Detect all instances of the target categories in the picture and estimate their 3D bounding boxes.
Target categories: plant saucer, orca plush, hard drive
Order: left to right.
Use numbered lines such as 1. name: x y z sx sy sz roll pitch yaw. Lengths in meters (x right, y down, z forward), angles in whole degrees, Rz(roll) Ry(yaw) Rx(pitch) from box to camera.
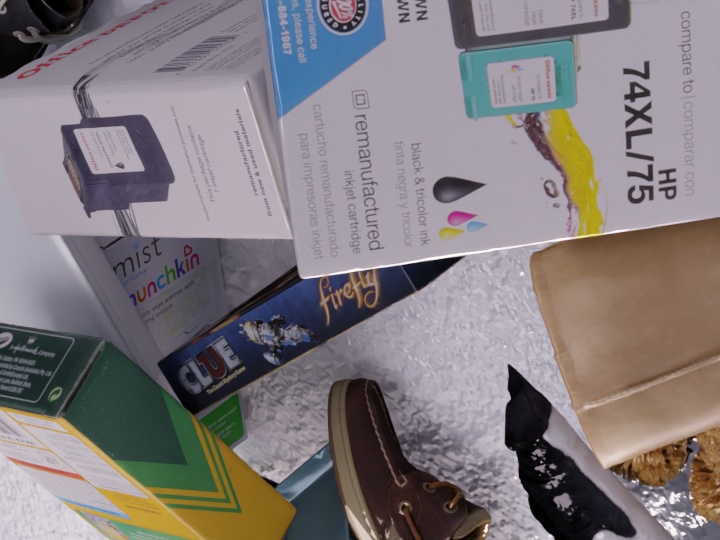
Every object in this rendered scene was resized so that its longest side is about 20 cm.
1. hard drive: -0.200 -0.013 1.154 0.131 0.027 0.201 -21 102 46
2. plant saucer: -0.025 0.174 1.131 0.019 0.201 0.070 38 116 -25
3. orca plush: 0.114 0.142 1.019 0.105 0.071 0.200 40 173 49

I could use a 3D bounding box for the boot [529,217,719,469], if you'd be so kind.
1. boot: 0.191 0.044 0.869 0.198 0.066 0.177 -19 92 11

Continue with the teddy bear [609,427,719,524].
1. teddy bear: 0.165 0.041 0.960 0.145 0.067 0.201 41 137 12

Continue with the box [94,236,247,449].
1. box: -0.182 0.025 1.251 0.199 0.096 0.178 15 124 37

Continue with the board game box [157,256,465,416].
1. board game box: 0.000 0.000 1.037 0.199 0.135 0.035 -30 94 48

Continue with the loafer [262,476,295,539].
1. loafer: -0.047 0.180 1.210 0.072 0.063 0.200 -54 49 10

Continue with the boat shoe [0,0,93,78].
1. boat shoe: -0.175 -0.162 1.149 0.060 0.074 0.201 47 130 16

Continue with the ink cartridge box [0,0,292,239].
1. ink cartridge box: -0.070 -0.083 1.042 0.199 0.144 0.085 2 117 43

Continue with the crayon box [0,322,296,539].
1. crayon box: -0.123 0.105 1.107 0.125 0.052 0.200 6 148 45

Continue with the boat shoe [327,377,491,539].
1. boat shoe: 0.039 0.146 1.132 0.071 0.072 0.202 -22 68 9

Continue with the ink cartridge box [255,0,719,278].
1. ink cartridge box: 0.058 -0.105 0.839 0.198 0.146 0.148 -9 118 -3
